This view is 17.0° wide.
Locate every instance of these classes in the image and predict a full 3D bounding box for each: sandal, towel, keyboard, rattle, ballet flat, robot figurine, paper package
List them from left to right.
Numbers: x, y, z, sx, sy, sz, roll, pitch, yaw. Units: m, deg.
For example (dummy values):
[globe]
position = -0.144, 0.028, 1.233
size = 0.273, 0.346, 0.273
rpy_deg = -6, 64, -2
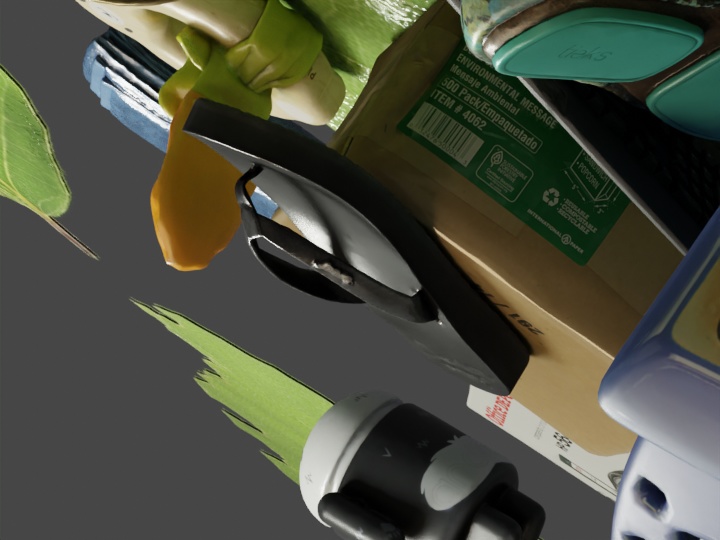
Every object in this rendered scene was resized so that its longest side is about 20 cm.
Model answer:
[rattle]
position = -0.117, -0.093, 1.212
size = 0.199, 0.143, 0.130
rpy_deg = 22, -177, 25
[towel]
position = -0.072, -0.070, 1.394
size = 0.200, 0.049, 0.112
rpy_deg = 34, 170, -2
[sandal]
position = 0.001, 0.000, 0.966
size = 0.076, 0.043, 0.200
rpy_deg = 18, 160, 51
[robot figurine]
position = 0.045, 0.180, 1.913
size = 0.200, 0.125, 0.150
rpy_deg = 29, 168, 22
[paper package]
position = 0.080, -0.016, 1.043
size = 0.200, 0.104, 0.191
rpy_deg = 36, 167, -6
[keyboard]
position = 0.063, -0.094, 0.808
size = 0.200, 0.021, 0.127
rpy_deg = 45, -154, -29
[ballet flat]
position = 0.096, -0.088, 0.762
size = 0.074, 0.074, 0.200
rpy_deg = 27, -171, 33

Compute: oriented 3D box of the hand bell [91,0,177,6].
[hand bell]
position = -0.052, -0.135, 0.777
size = 0.104, 0.104, 0.200
rpy_deg = 33, -172, 3

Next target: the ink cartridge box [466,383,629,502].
[ink cartridge box]
position = 0.159, 0.079, 1.262
size = 0.200, 0.084, 0.146
rpy_deg = 32, 169, 8

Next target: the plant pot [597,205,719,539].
[plant pot]
position = 0.193, 0.037, 0.721
size = 0.200, 0.200, 0.180
rpy_deg = 28, 160, 28
